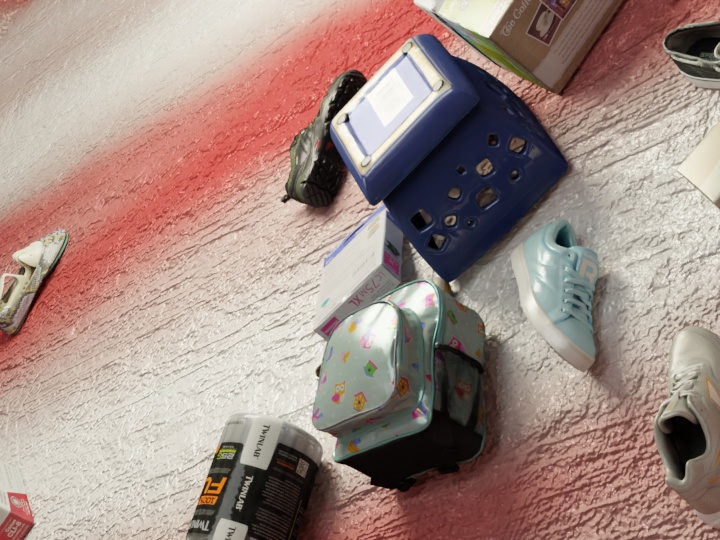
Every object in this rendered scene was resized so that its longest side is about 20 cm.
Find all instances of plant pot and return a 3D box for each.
[{"bbox_3d":[0.088,-0.143,1.798,0.200,0.179,0.200,-45,34,12],"label":"plant pot"}]

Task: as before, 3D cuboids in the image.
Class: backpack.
[{"bbox_3d":[0.046,0.110,1.684,0.175,0.153,0.201,-29,36,43],"label":"backpack"}]

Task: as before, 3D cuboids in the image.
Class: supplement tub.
[{"bbox_3d":[-0.126,0.275,1.791,0.122,0.122,0.202,-9,55,49],"label":"supplement tub"}]

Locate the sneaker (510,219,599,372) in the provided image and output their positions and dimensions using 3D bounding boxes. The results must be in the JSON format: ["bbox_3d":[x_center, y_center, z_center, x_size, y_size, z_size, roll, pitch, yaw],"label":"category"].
[{"bbox_3d":[0.212,0.016,1.612,0.082,0.074,0.201,-45,36,22],"label":"sneaker"}]

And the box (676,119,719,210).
[{"bbox_3d":[0.405,-0.132,1.467,0.200,0.095,0.078,-49,33,10],"label":"box"}]

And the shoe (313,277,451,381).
[{"bbox_3d":[0.025,0.076,1.821,0.200,0.053,0.070,-44,35,20],"label":"shoe"}]

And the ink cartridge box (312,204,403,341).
[{"bbox_3d":[0.000,0.000,1.895,0.119,0.042,0.200,-44,18,19],"label":"ink cartridge box"}]

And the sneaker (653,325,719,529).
[{"bbox_3d":[0.299,0.123,1.392,0.075,0.092,0.201,-32,40,32],"label":"sneaker"}]

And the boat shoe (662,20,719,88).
[{"bbox_3d":[0.391,-0.227,1.584,0.199,0.068,0.074,18,77,56],"label":"boat shoe"}]

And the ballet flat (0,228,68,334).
[{"bbox_3d":[-0.564,0.008,2.633,0.072,0.072,0.202,14,74,55],"label":"ballet flat"}]

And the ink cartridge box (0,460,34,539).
[{"bbox_3d":[-0.608,0.342,2.291,0.145,0.199,0.145,-50,34,10],"label":"ink cartridge box"}]

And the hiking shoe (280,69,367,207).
[{"bbox_3d":[-0.056,-0.183,2.123,0.100,0.076,0.201,7,69,51],"label":"hiking shoe"}]

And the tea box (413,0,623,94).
[{"bbox_3d":[0.203,-0.347,1.869,0.201,0.133,0.197,-55,32,4],"label":"tea box"}]
